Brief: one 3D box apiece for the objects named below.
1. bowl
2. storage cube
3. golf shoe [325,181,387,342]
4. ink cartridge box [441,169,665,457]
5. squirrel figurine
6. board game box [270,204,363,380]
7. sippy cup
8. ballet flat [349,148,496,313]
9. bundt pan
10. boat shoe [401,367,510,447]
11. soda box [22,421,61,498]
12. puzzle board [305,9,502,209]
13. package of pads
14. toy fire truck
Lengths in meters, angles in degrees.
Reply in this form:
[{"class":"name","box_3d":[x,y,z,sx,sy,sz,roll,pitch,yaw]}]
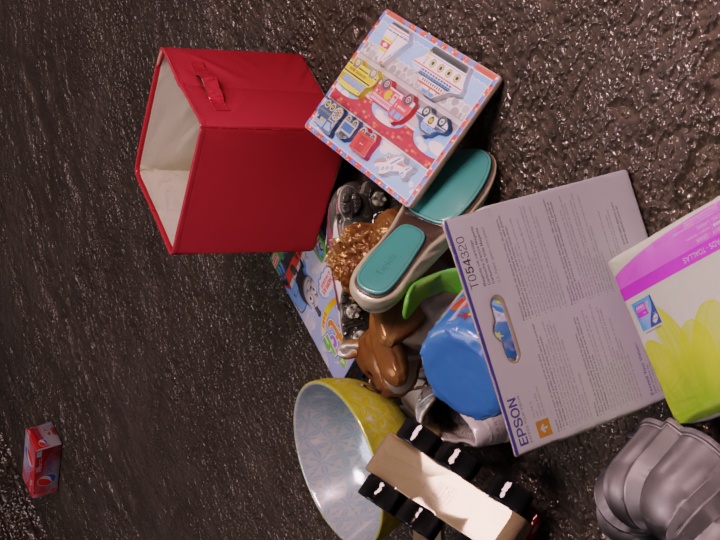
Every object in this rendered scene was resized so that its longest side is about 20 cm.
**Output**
[{"class":"bowl","box_3d":[0.015,0.210,1.561,0.200,0.108,0.200,35,133,49]},{"class":"storage cube","box_3d":[-0.141,-0.136,1.541,0.171,0.179,0.200,59,142,44]},{"class":"golf shoe","box_3d":[0.000,0.000,1.521,0.088,0.077,0.200,177,92,-67]},{"class":"ink cartridge box","box_3d":[0.166,0.032,1.104,0.043,0.200,0.197,-21,85,62]},{"class":"squirrel figurine","box_3d":[0.043,0.036,1.414,0.187,0.141,0.200,119,138,-58]},{"class":"board game box","box_3d":[-0.037,0.019,1.633,0.200,0.037,0.151,59,148,24]},{"class":"sippy cup","box_3d":[0.127,0.065,1.224,0.178,0.130,0.140,-10,110,44]},{"class":"ballet flat","box_3d":[0.062,-0.034,1.300,0.069,0.200,0.069,39,162,15]},{"class":"bundt pan","box_3d":[0.267,0.221,1.087,0.202,0.076,0.202,45,157,25]},{"class":"boat shoe","box_3d":[0.088,0.148,1.438,0.200,0.069,0.071,7,113,61]},{"class":"soda box","box_3d":[-0.724,0.431,3.046,0.070,0.063,0.200,55,146,30]},{"class":"puzzle board","box_3d":[0.035,-0.167,1.335,0.151,0.017,0.200,-55,44,7]},{"class":"package of pads","box_3d":[0.288,0.026,1.020,0.200,0.068,0.155,-41,68,60]},{"class":"toy fire truck","box_3d":[0.100,0.269,1.425,0.176,0.129,0.200,29,171,27]}]
